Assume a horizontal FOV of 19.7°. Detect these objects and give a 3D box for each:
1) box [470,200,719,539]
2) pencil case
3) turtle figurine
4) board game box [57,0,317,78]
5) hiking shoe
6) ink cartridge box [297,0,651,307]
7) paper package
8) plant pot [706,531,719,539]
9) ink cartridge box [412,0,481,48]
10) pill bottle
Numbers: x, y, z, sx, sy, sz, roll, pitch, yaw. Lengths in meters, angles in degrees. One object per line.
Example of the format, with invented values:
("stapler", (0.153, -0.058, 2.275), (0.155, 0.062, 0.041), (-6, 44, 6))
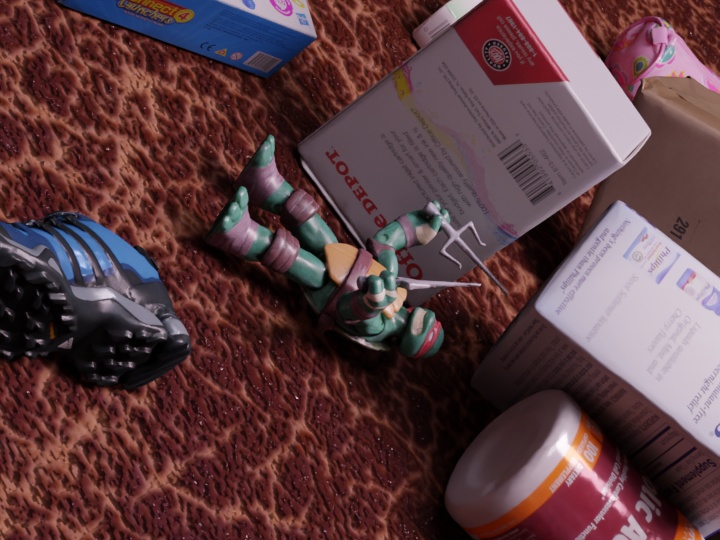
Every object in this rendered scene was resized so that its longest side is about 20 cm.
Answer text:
("box", (0.199, 0.077, 1.418), (0.200, 0.184, 0.105), (39, 69, 3))
("pencil case", (0.319, -0.154, 1.948), (0.200, 0.087, 0.088), (35, 37, -28))
("turtle figurine", (0.000, 0.000, 1.368), (0.199, 0.101, 0.150), (32, 21, -8))
("board game box", (-0.138, -0.252, 1.454), (0.199, 0.056, 0.197), (15, 50, -46))
("hiking shoe", (-0.181, 0.003, 1.161), (0.200, 0.074, 0.087), (31, 30, -49))
("ink cartridge box", (0.078, -0.091, 1.460), (0.146, 0.200, 0.083), (54, 29, -3))
("paper package", (0.273, -0.021, 1.605), (0.190, 0.201, 0.103), (31, 23, 23))
("plant pot", (0.330, 0.184, 1.579), (0.174, 0.200, 0.201), (6, 54, -30))
("ink cartridge box", (0.140, -0.167, 1.758), (0.161, 0.050, 0.200), (55, 34, 0))
("pill bottle", (0.161, 0.186, 1.395), (0.200, 0.114, 0.114), (45, 33, -15))
